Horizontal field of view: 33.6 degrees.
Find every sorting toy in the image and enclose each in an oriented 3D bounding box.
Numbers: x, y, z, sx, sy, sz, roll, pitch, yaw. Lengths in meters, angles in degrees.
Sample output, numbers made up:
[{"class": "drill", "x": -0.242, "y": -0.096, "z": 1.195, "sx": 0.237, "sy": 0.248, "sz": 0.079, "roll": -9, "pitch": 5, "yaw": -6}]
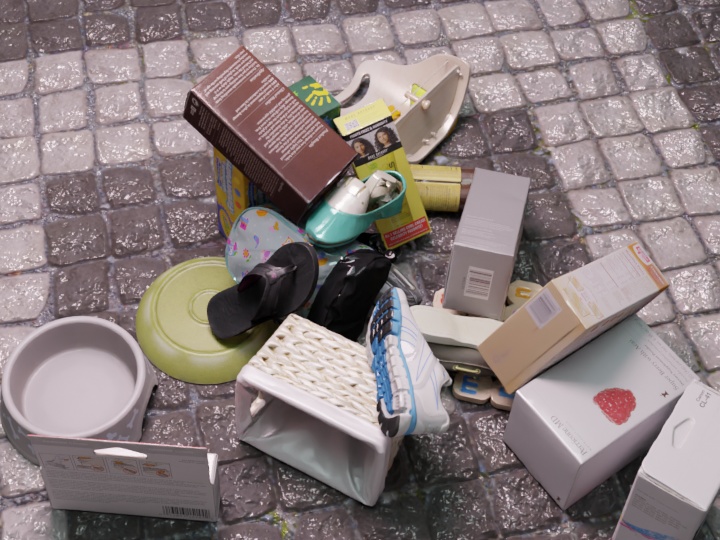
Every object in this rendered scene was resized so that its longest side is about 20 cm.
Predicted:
[{"class": "sorting toy", "x": 0.037, "y": -0.246, "z": 1.770, "sx": 0.179, "sy": 0.108, "sz": 0.200, "roll": 29, "pitch": 57, "yaw": 27}]

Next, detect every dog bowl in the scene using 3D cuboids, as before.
[{"class": "dog bowl", "x": -0.349, "y": 0.144, "z": 1.472, "sx": 0.197, "sy": 0.059, "sz": 0.202, "roll": 1, "pitch": 53, "yaw": -1}]

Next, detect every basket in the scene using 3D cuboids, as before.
[{"class": "basket", "x": -0.037, "y": 0.163, "z": 1.430, "sx": 0.198, "sy": 0.137, "sz": 0.124, "roll": 25, "pitch": 51, "yaw": 14}]

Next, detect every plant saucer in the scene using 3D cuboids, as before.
[{"class": "plant saucer", "x": -0.197, "y": 0.055, "z": 1.565, "sx": 0.197, "sy": 0.031, "sz": 0.202, "roll": 1, "pitch": 52, "yaw": -2}]

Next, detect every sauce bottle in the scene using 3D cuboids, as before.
[{"class": "sauce bottle", "x": 0.131, "y": -0.114, "z": 1.690, "sx": 0.197, "sy": 0.065, "sz": 0.065, "roll": 5, "pitch": 52, "yaw": -1}]

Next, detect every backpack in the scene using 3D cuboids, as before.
[{"class": "backpack", "x": -0.074, "y": -0.007, "z": 1.521, "sx": 0.199, "sy": 0.168, "sz": 0.126, "roll": 38, "pitch": 17, "yaw": 28}]

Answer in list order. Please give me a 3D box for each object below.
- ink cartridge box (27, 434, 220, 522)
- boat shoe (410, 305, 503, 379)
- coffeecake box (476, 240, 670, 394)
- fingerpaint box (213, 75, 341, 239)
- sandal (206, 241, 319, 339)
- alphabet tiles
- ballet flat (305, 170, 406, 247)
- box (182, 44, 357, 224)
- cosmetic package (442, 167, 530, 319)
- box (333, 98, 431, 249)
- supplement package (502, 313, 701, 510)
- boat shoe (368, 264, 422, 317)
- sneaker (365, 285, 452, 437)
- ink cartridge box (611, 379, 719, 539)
[{"class": "ink cartridge box", "x": -0.260, "y": 0.219, "z": 1.345, "sx": 0.197, "sy": 0.177, "sz": 0.045, "roll": 5, "pitch": 52, "yaw": 0}, {"class": "boat shoe", "x": 0.140, "y": 0.100, "z": 1.508, "sx": 0.199, "sy": 0.061, "sz": 0.073, "roll": 15, "pitch": 36, "yaw": -15}, {"class": "coffeecake box", "x": 0.262, "y": 0.056, "z": 1.461, "sx": 0.199, "sy": 0.154, "sz": 0.073, "roll": -20, "pitch": 69, "yaw": -45}, {"class": "fingerpaint box", "x": -0.111, "y": -0.136, "z": 1.607, "sx": 0.166, "sy": 0.201, "sz": 0.073, "roll": -33, "pitch": 61, "yaw": -26}, {"class": "sandal", "x": -0.125, "y": 0.032, "z": 1.457, "sx": 0.048, "sy": 0.200, "sz": 0.076, "roll": -12, "pitch": 72, "yaw": -52}, {"class": "alphabet tiles", "x": 0.183, "y": 0.092, "z": 1.568, "sx": 0.193, "sy": 0.015, "sz": 0.202, "roll": 11, "pitch": 53, "yaw": 5}, {"class": "ballet flat", "x": -0.003, "y": -0.088, "z": 1.492, "sx": 0.067, "sy": 0.071, "sz": 0.199, "roll": 29, "pitch": 29, "yaw": 20}, {"class": "box", "x": -0.111, "y": -0.167, "z": 1.465, "sx": 0.200, "sy": 0.075, "sz": 0.100, "roll": 43, "pitch": 63, "yaw": 4}, {"class": "cosmetic package", "x": 0.169, "y": -0.039, "z": 1.579, "sx": 0.089, "sy": 0.108, "sz": 0.201, "roll": 10, "pitch": 34, "yaw": 5}, {"class": "box", "x": 0.031, "y": -0.126, "z": 1.599, "sx": 0.074, "sy": 0.201, "sz": 0.050, "roll": -22, "pitch": 39, "yaw": -2}, {"class": "supplement package", "x": 0.290, "y": 0.170, "z": 1.449, "sx": 0.199, "sy": 0.120, "sz": 0.121, "roll": -30, "pitch": 60, "yaw": -23}, {"class": "boat shoe", "x": 0.000, "y": 0.000, "z": 1.603, "sx": 0.070, "sy": 0.073, "sz": 0.200, "roll": -23, "pitch": 58, "yaw": -42}, {"class": "sneaker", "x": 0.060, "y": 0.108, "z": 1.370, "sx": 0.086, "sy": 0.075, "sz": 0.202, "roll": 11, "pitch": 49, "yaw": -21}, {"class": "ink cartridge box", "x": 0.357, "y": 0.245, "z": 1.345, "sx": 0.085, "sy": 0.201, "sz": 0.148, "roll": 29, "pitch": 57, "yaw": 18}]
